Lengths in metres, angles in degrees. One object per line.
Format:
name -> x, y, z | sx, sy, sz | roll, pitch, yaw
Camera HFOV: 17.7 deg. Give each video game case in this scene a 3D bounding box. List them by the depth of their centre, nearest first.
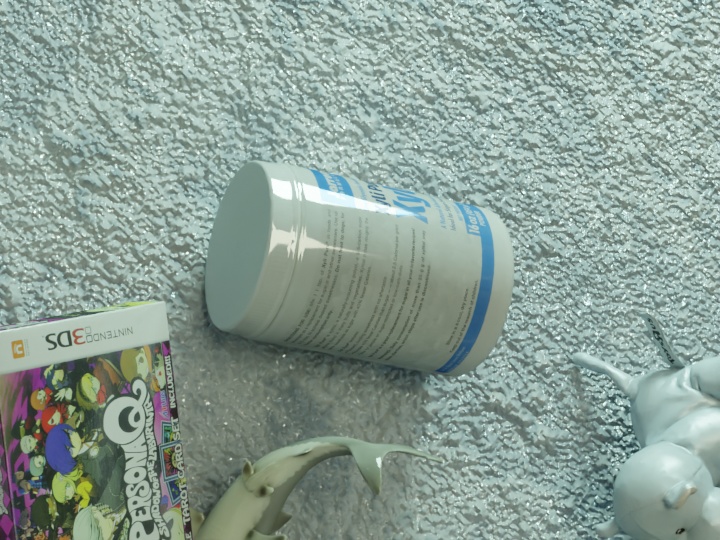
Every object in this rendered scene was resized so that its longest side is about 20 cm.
video game case -> -0.186, 0.128, 1.547 | 0.181, 0.036, 0.201 | -9, 94, -55

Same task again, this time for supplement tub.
supplement tub -> 0.000, 0.000, 1.696 | 0.199, 0.132, 0.133 | 12, 71, -24

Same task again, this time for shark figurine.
shark figurine -> -0.054, 0.168, 1.642 | 0.128, 0.214, 0.089 | 52, 15, 27

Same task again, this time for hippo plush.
hippo plush -> 0.263, 0.141, 1.747 | 0.200, 0.159, 0.161 | 44, 39, -11
